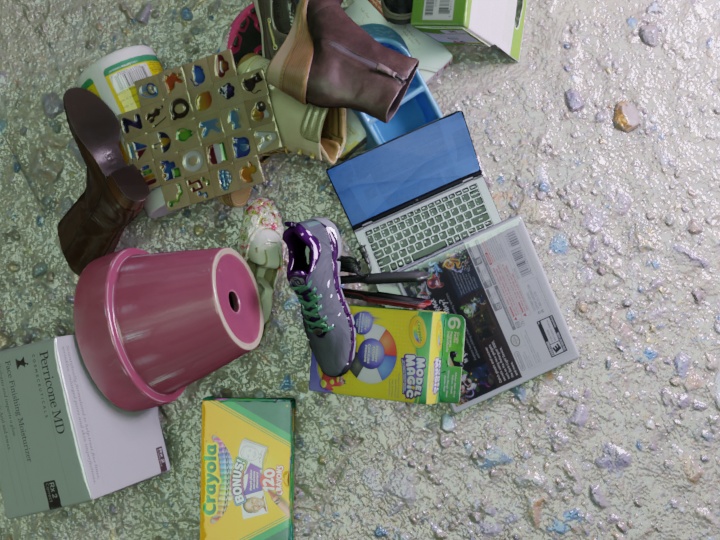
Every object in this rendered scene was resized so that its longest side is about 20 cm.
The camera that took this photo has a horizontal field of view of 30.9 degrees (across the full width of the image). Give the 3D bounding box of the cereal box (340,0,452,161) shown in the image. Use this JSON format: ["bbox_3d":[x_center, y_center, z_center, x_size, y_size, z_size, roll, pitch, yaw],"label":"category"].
[{"bbox_3d":[0.003,-0.263,1.700,0.200,0.040,0.144,-43,86,1],"label":"cereal box"}]

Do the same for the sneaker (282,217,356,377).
[{"bbox_3d":[-0.062,0.036,1.619,0.074,0.087,0.203,-12,86,33],"label":"sneaker"}]

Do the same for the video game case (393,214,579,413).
[{"bbox_3d":[0.161,0.056,1.670,0.180,0.023,0.202,-24,98,3],"label":"video game case"}]

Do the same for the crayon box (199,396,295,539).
[{"bbox_3d":[-0.145,0.265,1.682,0.117,0.058,0.203,0,88,3],"label":"crayon box"}]

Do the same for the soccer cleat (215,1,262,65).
[{"bbox_3d":[-0.167,-0.276,1.699,0.070,0.086,0.201,40,67,-24],"label":"soccer cleat"}]

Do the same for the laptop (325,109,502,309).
[{"bbox_3d":[0.081,-0.067,1.651,0.185,0.116,0.202,-23,87,3],"label":"laptop"}]

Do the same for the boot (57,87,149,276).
[{"bbox_3d":[-0.354,-0.105,1.660,0.064,0.200,0.188,-16,69,-38],"label":"boot"}]

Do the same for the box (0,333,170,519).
[{"bbox_3d":[-0.354,0.182,1.616,0.129,0.200,0.202,-15,87,20],"label":"box"}]

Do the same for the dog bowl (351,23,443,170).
[{"bbox_3d":[0.039,-0.214,1.649,0.111,0.050,0.201,-32,112,-3],"label":"dog bowl"}]

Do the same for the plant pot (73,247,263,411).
[{"bbox_3d":[-0.225,0.057,1.604,0.177,0.200,0.203,-16,87,19],"label":"plant pot"}]

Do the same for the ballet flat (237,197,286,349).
[{"bbox_3d":[-0.127,0.009,1.682,0.075,0.064,0.203,7,93,-31],"label":"ballet flat"}]

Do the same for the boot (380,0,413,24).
[{"bbox_3d":[0.036,-0.429,1.625,0.072,0.151,0.202,-8,62,2],"label":"boot"}]

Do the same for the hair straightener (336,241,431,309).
[{"bbox_3d":[0.000,0.000,1.658,0.198,0.041,0.078,7,104,32],"label":"hair straightener"}]

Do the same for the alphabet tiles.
[{"bbox_3d":[-0.198,-0.171,1.601,0.197,0.006,0.169,-16,88,13],"label":"alphabet tiles"}]

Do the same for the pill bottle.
[{"bbox_3d":[-0.277,-0.176,1.679,0.112,0.113,0.202,-26,86,2],"label":"pill bottle"}]

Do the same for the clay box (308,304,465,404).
[{"bbox_3d":[0.033,0.104,1.645,0.198,0.047,0.117,3,88,29],"label":"clay box"}]

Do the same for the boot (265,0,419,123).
[{"bbox_3d":[-0.006,-0.268,1.565,0.164,0.073,0.202,17,59,12],"label":"boot"}]

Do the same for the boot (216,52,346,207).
[{"bbox_3d":[-0.100,-0.153,1.629,0.154,0.073,0.202,24,111,23],"label":"boot"}]

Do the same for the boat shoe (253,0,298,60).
[{"bbox_3d":[-0.088,-0.298,1.651,0.071,0.059,0.203,-11,84,-22],"label":"boat shoe"}]

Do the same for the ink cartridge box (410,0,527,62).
[{"bbox_3d":[0.144,-0.353,1.635,0.075,0.199,0.150,6,88,27],"label":"ink cartridge box"}]
